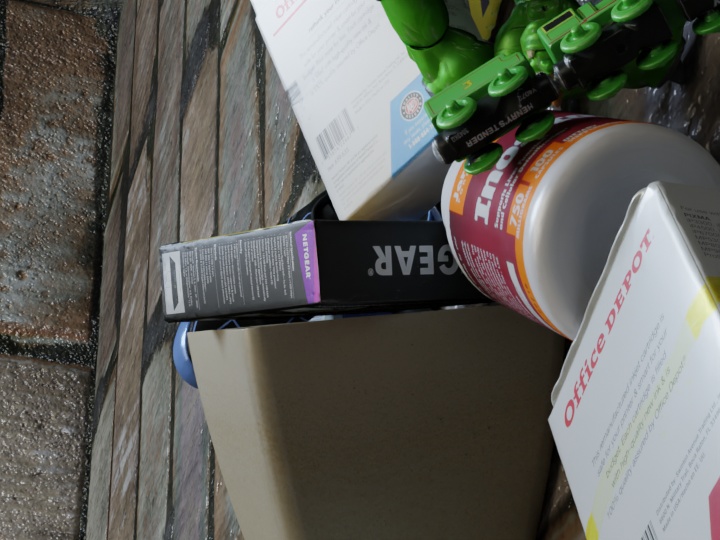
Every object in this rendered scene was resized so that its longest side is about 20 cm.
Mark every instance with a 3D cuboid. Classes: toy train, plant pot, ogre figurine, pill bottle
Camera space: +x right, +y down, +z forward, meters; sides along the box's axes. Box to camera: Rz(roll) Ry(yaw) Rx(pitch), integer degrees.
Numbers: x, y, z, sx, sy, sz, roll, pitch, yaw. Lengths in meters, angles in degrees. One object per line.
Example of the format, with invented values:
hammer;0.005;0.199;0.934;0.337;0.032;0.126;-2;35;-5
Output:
toy train;0.119;-0.113;0.853;0.042;0.199;0.056;56;-174;-25
plant pot;0.010;0.117;1.079;0.200;0.198;0.179;170;96;-74
ogre figurine;0.101;-0.149;0.928;0.098;0.198;0.121;-146;45;-75
pill bottle;0.110;-0.026;0.912;0.200;0.112;0.114;-152;72;-74

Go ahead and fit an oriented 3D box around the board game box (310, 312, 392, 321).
board game box;-0.009;0.119;1.302;0.200;0.043;0.201;166;95;-74

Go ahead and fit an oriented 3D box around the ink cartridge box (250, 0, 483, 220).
ink cartridge box;0.008;-0.142;1.075;0.116;0.066;0.201;-41;62;39

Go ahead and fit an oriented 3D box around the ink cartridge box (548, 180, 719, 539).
ink cartridge box;0.158;0.078;0.732;0.201;0.083;0.146;-103;26;-52

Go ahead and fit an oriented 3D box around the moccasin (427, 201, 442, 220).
moccasin;0.074;-0.059;1.148;0.200;0.067;0.081;129;147;-62

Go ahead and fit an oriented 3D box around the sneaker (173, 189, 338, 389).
sneaker;-0.049;0.001;1.195;0.200;0.070;0.078;-46;2;-23

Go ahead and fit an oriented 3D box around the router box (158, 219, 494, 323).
router box;0.000;0.000;1.056;0.148;0.199;0.052;-7;86;47

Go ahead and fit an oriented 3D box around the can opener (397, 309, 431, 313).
can opener;0.018;0.029;1.369;0.067;0.052;0.200;66;173;-14

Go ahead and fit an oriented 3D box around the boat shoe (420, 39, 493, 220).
boat shoe;0.059;-0.094;1.232;0.201;0.070;0.063;109;165;-48

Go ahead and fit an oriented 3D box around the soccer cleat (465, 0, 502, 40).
soccer cleat;0.069;-0.163;1.264;0.201;0.084;0.065;-52;-7;33
